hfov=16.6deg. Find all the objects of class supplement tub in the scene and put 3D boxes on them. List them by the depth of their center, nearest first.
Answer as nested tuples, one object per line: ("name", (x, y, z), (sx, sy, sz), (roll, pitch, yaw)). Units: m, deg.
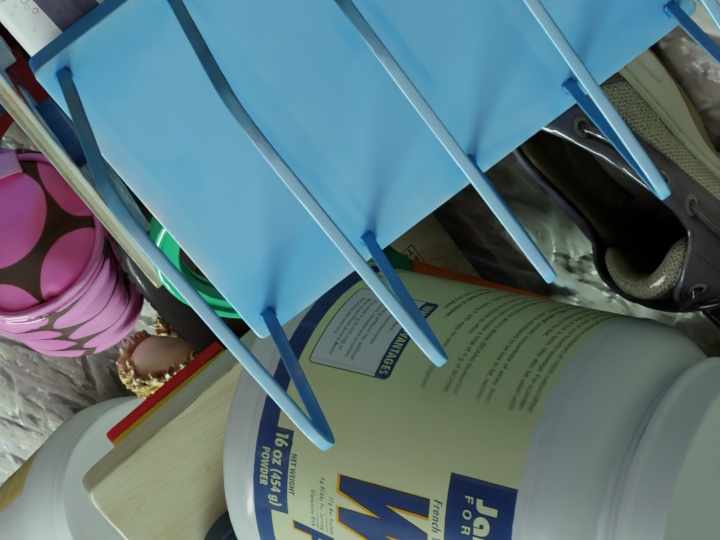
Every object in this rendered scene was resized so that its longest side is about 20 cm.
("supplement tub", (0.061, 0.081, 1.001), (0.199, 0.145, 0.145), (11, 146, 32))
("supplement tub", (-0.143, 0.158, 1.480), (0.145, 0.146, 0.200), (37, 154, -7))

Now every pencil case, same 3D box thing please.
("pencil case", (-0.158, -0.010, 1.219), (0.090, 0.094, 0.200), (-8, 174, -3))

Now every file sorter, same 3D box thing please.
("file sorter", (0.018, -0.059, 0.820), (0.139, 0.200, 0.123), (51, -176, -31))

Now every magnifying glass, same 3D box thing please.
("magnifying glass", (0.000, 0.000, 1.081), (0.199, 0.022, 0.080), (17, 128, -28))

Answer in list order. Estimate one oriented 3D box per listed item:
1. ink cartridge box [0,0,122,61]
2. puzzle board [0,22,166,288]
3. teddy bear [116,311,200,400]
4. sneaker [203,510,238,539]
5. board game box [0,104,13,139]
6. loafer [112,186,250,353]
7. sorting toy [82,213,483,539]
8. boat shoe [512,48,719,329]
("ink cartridge box", (-0.074, -0.141, 0.870), (0.200, 0.145, 0.084), (50, -175, -29))
("puzzle board", (-0.152, -0.088, 1.111), (0.151, 0.017, 0.200), (52, -179, -31))
("teddy bear", (-0.051, 0.101, 1.290), (0.200, 0.145, 0.067), (43, 113, -16))
("sneaker", (0.029, 0.147, 1.108), (0.199, 0.070, 0.082), (8, -161, -12))
("board game box", (-0.234, -0.017, 1.170), (0.040, 0.200, 0.153), (35, -178, -3))
("loafer", (-0.044, 0.020, 1.204), (0.071, 0.073, 0.200), (-25, 140, 15))
("sorting toy", (-0.002, 0.095, 1.171), (0.199, 0.200, 0.070), (51, 175, -25))
("boat shoe", (0.121, -0.015, 0.965), (0.072, 0.065, 0.200), (-5, 135, 49))
